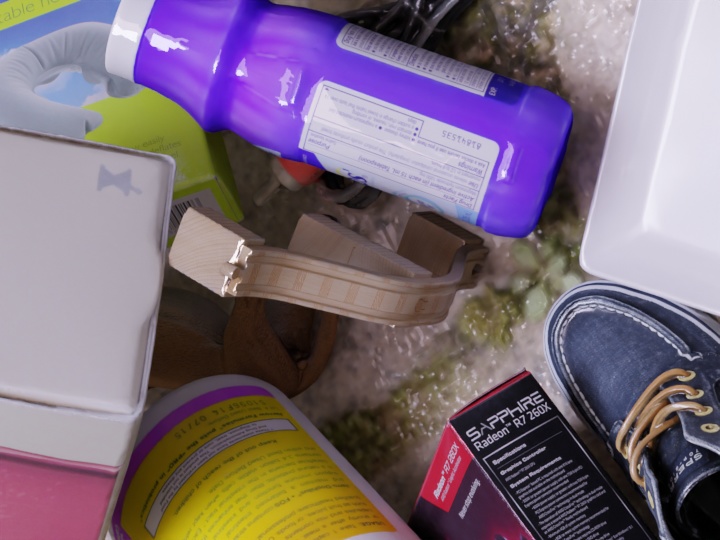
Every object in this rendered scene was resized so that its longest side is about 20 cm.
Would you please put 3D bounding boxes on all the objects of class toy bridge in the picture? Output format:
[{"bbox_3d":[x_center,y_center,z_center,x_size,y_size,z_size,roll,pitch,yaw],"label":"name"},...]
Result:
[{"bbox_3d":[0.000,0.000,1.185,0.067,0.200,0.027,29,105,27],"label":"toy bridge"}]

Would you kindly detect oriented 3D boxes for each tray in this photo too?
[{"bbox_3d":[0.161,-0.082,1.179,0.107,0.022,0.201,19,103,32],"label":"tray"}]

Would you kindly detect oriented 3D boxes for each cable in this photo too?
[{"bbox_3d":[0.012,-0.103,1.261,0.200,0.050,0.097,-41,68,28],"label":"cable"}]

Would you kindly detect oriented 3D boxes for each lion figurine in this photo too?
[{"bbox_3d":[-0.084,0.029,1.319,0.199,0.072,0.123,13,124,27],"label":"lion figurine"}]

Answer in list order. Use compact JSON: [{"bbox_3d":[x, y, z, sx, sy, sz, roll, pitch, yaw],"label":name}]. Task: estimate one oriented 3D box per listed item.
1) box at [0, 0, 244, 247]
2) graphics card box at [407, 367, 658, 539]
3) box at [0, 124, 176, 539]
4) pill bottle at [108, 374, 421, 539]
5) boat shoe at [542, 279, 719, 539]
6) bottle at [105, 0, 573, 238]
[{"bbox_3d":[-0.134,-0.092,1.298,0.121,0.048,0.201,-20,57,4],"label":"box"},{"bbox_3d":[0.097,0.155,1.181,0.200,0.051,0.126,53,154,19],"label":"graphics card box"},{"bbox_3d":[-0.150,0.048,1.188,0.200,0.108,0.129,111,166,-55],"label":"box"},{"bbox_3d":[-0.025,0.136,1.224,0.200,0.104,0.105,44,116,46],"label":"pill bottle"},{"bbox_3d":[0.133,0.068,1.154,0.200,0.091,0.071,44,106,31],"label":"boat shoe"},{"bbox_3d":[-0.010,-0.074,1.217,0.199,0.084,0.066,20,96,4],"label":"bottle"}]
